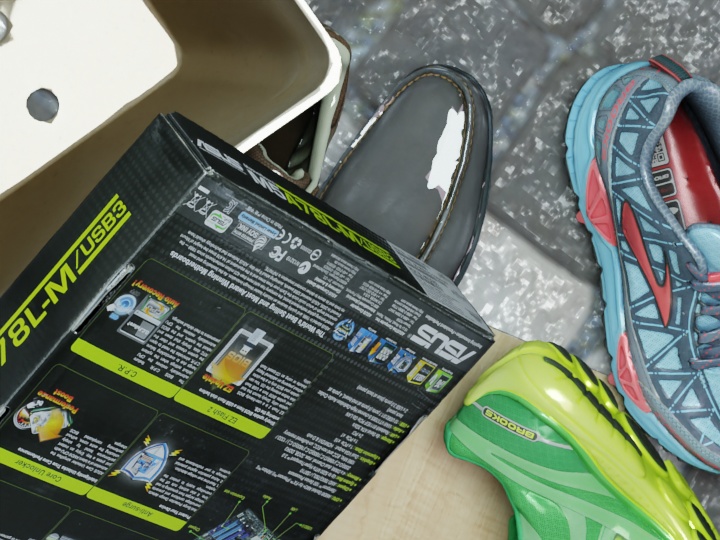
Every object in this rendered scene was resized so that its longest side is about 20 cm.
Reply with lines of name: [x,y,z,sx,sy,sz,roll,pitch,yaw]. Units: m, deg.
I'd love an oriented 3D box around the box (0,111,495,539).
box: [-0.068,0.054,0.880,0.193,0.048,0.200,-47,140,12]

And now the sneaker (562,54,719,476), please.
sneaker: [0.152,0.003,1.006,0.079,0.095,0.201,-23,97,-22]

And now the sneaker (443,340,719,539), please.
sneaker: [0.111,0.121,1.018,0.083,0.074,0.200,-34,104,17]

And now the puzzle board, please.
puzzle board: [0.036,0.125,1.038,0.150,0.017,0.201,22,89,-12]

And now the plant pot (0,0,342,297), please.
plant pot: [-0.152,-0.102,0.909,0.199,0.177,0.200,-36,98,-6]

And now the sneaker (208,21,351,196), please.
sneaker: [-0.062,-0.021,0.959,0.070,0.075,0.201,26,73,-18]

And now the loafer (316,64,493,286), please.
loafer: [0.000,0.000,0.982,0.072,0.072,0.201,22,89,19]
